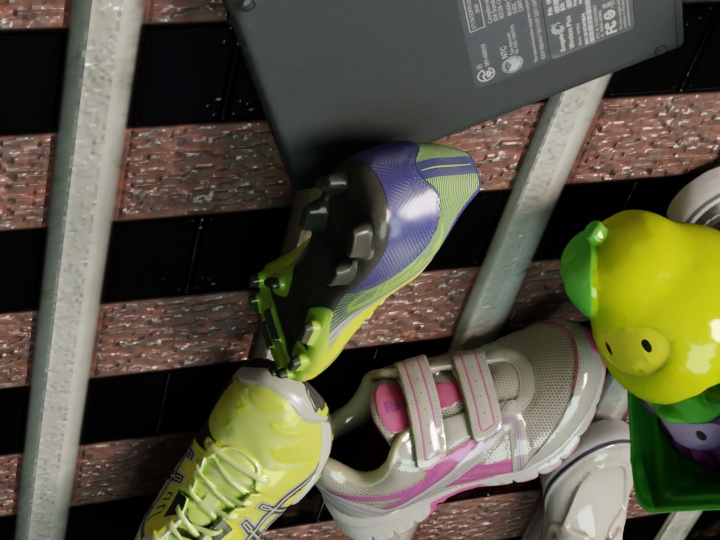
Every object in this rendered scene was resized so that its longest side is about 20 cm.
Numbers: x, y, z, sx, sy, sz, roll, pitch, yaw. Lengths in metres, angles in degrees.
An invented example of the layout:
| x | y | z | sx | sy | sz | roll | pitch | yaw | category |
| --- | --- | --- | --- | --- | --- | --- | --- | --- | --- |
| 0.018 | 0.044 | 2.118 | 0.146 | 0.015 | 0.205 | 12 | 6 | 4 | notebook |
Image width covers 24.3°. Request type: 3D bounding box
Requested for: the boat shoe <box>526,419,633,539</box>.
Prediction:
| x | y | z | sx | sy | sz | roll | pitch | yaw | category |
| --- | --- | --- | --- | --- | --- | --- | --- | --- | --- |
| 0.156 | 0.180 | 1.146 | 0.070 | 0.070 | 0.201 | -9 | 142 | -16 | boat shoe |

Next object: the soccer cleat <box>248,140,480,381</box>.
| x | y | z | sx | sy | sz | roll | pitch | yaw | category |
| --- | --- | --- | --- | --- | --- | --- | --- | --- | --- |
| 0.000 | 0.001 | 0.817 | 0.083 | 0.065 | 0.200 | -15 | 162 | -25 | soccer cleat |

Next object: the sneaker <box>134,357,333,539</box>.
| x | y | z | sx | sy | sz | roll | pitch | yaw | category |
| --- | --- | --- | --- | --- | --- | --- | --- | --- | --- |
| -0.076 | 0.132 | 0.943 | 0.075 | 0.077 | 0.201 | 32 | 129 | 4 | sneaker |

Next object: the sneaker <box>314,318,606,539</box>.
| x | y | z | sx | sy | sz | roll | pitch | yaw | category |
| --- | --- | --- | --- | --- | --- | --- | --- | --- | --- |
| 0.049 | 0.088 | 0.965 | 0.199 | 0.082 | 0.088 | -33 | 144 | 14 | sneaker |

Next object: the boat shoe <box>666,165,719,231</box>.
| x | y | z | sx | sy | sz | roll | pitch | yaw | category |
| --- | --- | --- | --- | --- | --- | --- | --- | --- | --- |
| 0.264 | -0.019 | 0.957 | 0.198 | 0.057 | 0.069 | 6 | 137 | -32 | boat shoe |

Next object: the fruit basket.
| x | y | z | sx | sy | sz | roll | pitch | yaw | category |
| --- | --- | --- | --- | --- | --- | --- | --- | --- | --- |
| 0.197 | 0.049 | 0.895 | 0.213 | 0.158 | 0.216 | -2 | 171 | 0 | fruit basket |

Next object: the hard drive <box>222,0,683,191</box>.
| x | y | z | sx | sy | sz | roll | pitch | yaw | category |
| --- | --- | --- | --- | --- | --- | --- | --- | --- | --- |
| 0.044 | -0.118 | 0.741 | 0.198 | 0.033 | 0.140 | -21 | 144 | -1 | hard drive |
